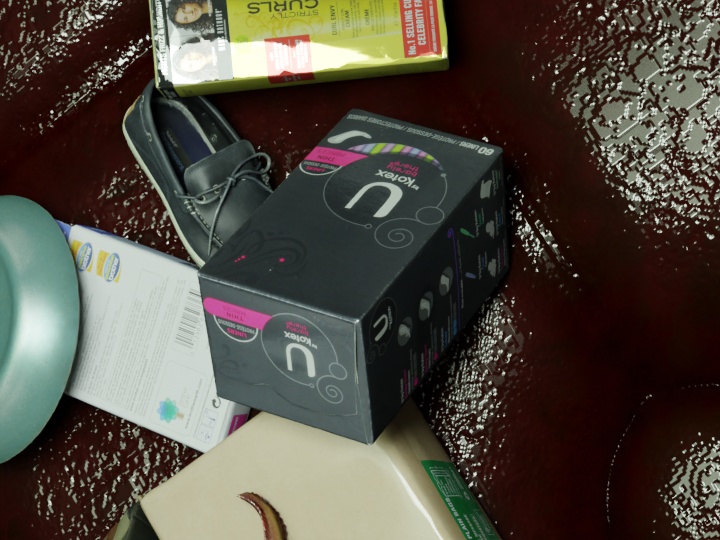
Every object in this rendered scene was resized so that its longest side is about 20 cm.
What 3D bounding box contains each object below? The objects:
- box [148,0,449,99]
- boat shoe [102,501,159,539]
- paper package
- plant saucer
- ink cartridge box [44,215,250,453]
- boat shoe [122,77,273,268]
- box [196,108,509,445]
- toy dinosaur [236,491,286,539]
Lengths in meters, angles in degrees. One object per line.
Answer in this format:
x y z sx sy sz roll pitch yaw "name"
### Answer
-0.041 -0.164 1.667 0.199 0.050 0.076 -4 86 2 "box"
-0.172 0.234 1.673 0.074 0.200 0.076 -37 99 25 "boat shoe"
-0.017 0.185 1.643 0.190 0.103 0.200 -37 72 18 "paper package"
-0.281 0.042 1.775 0.200 0.036 0.201 -11 74 43 "plant saucer"
-0.161 0.044 1.753 0.199 0.042 0.120 20 96 23 "ink cartridge box"
-0.098 -0.057 1.707 0.200 0.074 0.062 53 149 21 "boat shoe"
0.000 0.000 1.583 0.122 0.200 0.106 15 132 25 "box"
-0.072 0.279 1.568 0.182 0.105 0.200 -50 30 17 "toy dinosaur"
